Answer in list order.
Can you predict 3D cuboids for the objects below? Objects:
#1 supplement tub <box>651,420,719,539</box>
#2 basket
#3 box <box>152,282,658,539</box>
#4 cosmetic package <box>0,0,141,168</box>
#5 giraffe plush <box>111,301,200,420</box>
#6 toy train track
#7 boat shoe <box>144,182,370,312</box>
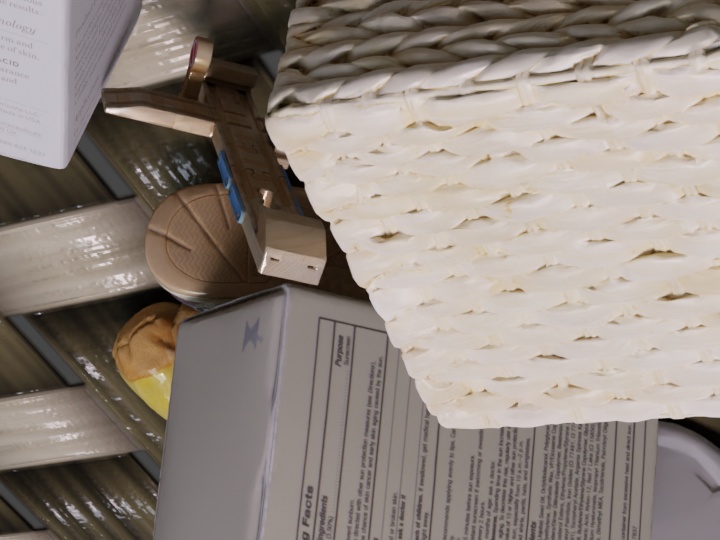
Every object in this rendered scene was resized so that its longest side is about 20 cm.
[{"bbox_3d":[0.123,0.175,1.003,0.121,0.123,0.201,20,142,-3],"label":"supplement tub"},{"bbox_3d":[0.092,-0.061,0.703,0.198,0.162,0.199,-4,138,28],"label":"basket"},{"bbox_3d":[0.021,0.093,0.842,0.198,0.129,0.109,14,165,-28],"label":"box"},{"bbox_3d":[-0.128,-0.144,0.736,0.073,0.102,0.201,15,141,4],"label":"cosmetic package"},{"bbox_3d":[-0.044,0.122,0.970,0.172,0.163,0.200,-19,129,37],"label":"giraffe plush"},{"bbox_3d":[-0.040,-0.053,0.759,0.114,0.200,0.033,12,112,-18],"label":"toy train track"},{"bbox_3d":[0.000,0.000,0.890,0.198,0.073,0.065,4,166,-1],"label":"boat shoe"}]
